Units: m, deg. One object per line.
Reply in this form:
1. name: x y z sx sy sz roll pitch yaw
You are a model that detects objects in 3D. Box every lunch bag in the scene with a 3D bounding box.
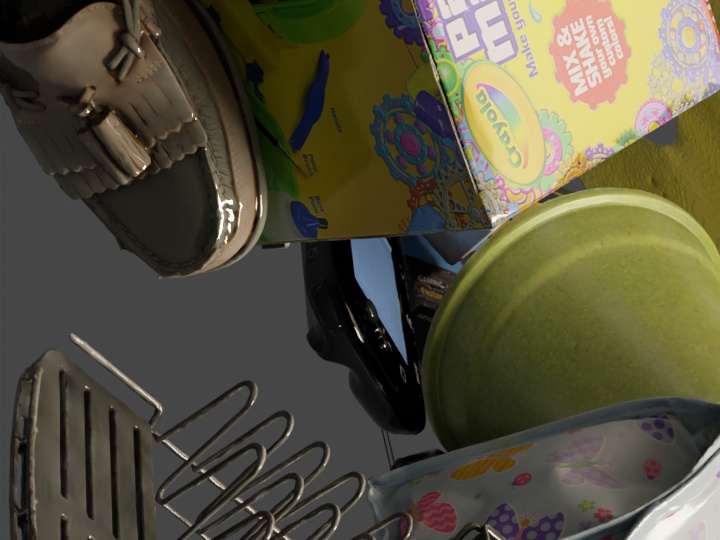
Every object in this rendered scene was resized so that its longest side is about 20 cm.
1. lunch bag: 0.121 0.166 1.149 0.127 0.199 0.170 -97 167 -59

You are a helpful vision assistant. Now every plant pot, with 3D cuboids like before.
1. plant pot: 0.161 0.083 1.291 0.184 0.200 0.201 50 -14 54

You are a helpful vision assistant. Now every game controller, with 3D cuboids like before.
1. game controller: 0.000 0.000 1.214 0.104 0.042 0.200 49 19 -29

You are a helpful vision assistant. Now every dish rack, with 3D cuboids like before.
1. dish rack: -0.016 0.100 0.644 0.200 0.054 0.154 41 21 -32

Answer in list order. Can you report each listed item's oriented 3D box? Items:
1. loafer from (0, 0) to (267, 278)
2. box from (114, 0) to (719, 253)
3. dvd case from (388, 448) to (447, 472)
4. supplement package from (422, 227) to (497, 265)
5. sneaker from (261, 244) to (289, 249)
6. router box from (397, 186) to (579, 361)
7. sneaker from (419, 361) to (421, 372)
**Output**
1. loafer: -0.095 -0.085 0.693 0.201 0.072 0.063 65 25 -5
2. box: -0.014 -0.122 0.743 0.192 0.122 0.201 -2 -68 50
3. dvd case: 0.089 0.147 1.333 0.142 0.018 0.200 31 2 8
4. supplement package: 0.063 -0.114 1.269 0.152 0.151 0.200 47 -6 1
5. sneaker: -0.016 -0.071 0.945 0.199 0.079 0.130 5 78 -46
6. router box: 0.074 -0.004 1.438 0.199 0.051 0.150 19 46 -41
7. sneaker: 0.063 0.060 1.552 0.200 0.070 0.083 26 63 -81
